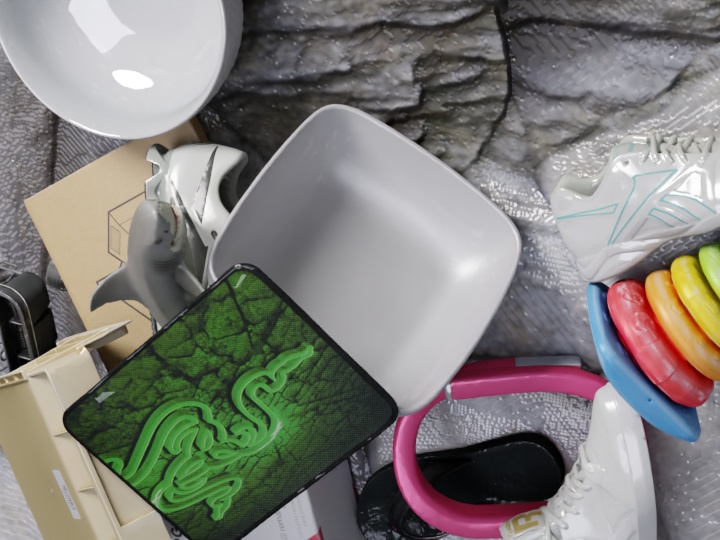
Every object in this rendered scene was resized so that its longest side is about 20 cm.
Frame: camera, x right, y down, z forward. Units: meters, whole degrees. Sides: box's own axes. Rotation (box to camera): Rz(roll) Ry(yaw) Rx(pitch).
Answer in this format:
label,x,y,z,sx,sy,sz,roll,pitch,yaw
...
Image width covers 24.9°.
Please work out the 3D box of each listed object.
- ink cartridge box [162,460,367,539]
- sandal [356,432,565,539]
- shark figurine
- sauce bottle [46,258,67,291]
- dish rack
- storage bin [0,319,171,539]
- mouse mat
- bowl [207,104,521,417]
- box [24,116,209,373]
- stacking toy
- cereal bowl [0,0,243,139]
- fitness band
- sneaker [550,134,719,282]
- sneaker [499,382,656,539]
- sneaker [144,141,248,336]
label,x,y,z,sx,sy,sz,roll,pitch,yaw
ink cartridge box,-0.108,0.207,1.415,0.200,0.083,0.145,-4,113,26
sandal,0.072,0.185,1.346,0.200,0.048,0.075,-25,104,31
shark figurine,-0.147,0.035,1.186,0.089,0.128,0.215,-18,116,-7
sauce bottle,-0.166,0.031,1.364,0.200,0.066,0.066,26,123,12
dish rack,-0.348,0.051,1.438,0.200,0.055,0.154,15,127,27
storage bin,-0.204,0.154,1.280,0.198,0.094,0.200,-16,98,63
mouse mat,-0.093,0.102,1.148,0.200,0.008,0.161,-39,106,23
bowl,0.000,0.000,1.208,0.200,0.200,0.075,35,152,0
box,-0.160,-0.005,1.314,0.163,0.021,0.200,-27,87,16
stacking toy,0.264,0.014,1.152,0.200,0.110,0.116,-39,111,23
cereal bowl,-0.174,-0.204,1.233,0.200,0.083,0.200,11,119,20
fitness band,0.125,0.141,1.278,0.200,0.037,0.144,-4,107,5
sneaker,0.218,-0.062,1.142,0.200,0.070,0.080,-28,99,33
sneaker,0.162,0.180,1.236,0.115,0.074,0.200,-6,112,1
sneaker,-0.113,0.000,1.253,0.088,0.074,0.200,-3,95,14
